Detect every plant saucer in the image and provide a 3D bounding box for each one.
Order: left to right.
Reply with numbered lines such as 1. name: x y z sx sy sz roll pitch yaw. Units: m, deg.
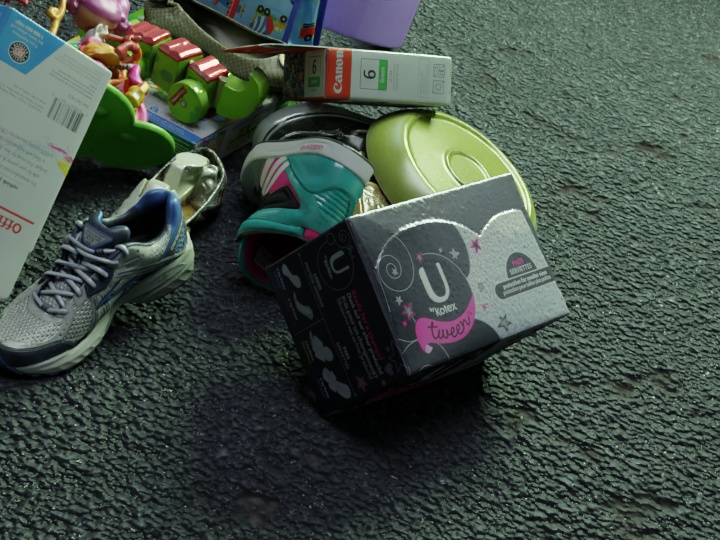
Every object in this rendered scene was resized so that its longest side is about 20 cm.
1. plant saucer: 0.095 -0.084 1.495 0.199 0.031 0.201 28 35 -21

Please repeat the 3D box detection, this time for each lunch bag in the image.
1. lunch bag: -0.109 -0.314 1.655 0.150 0.202 0.094 29 33 18

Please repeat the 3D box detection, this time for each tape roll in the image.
1. tape roll: -0.032 -0.321 1.791 0.198 0.066 0.200 20 17 -7

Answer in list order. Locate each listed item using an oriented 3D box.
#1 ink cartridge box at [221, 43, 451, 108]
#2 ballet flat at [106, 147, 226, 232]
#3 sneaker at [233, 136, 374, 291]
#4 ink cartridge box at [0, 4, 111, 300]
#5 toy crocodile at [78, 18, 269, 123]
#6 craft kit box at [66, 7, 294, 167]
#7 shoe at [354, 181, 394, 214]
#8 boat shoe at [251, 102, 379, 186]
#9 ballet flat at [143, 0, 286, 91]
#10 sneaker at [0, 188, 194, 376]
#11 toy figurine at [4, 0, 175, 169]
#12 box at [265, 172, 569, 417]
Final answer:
1. ink cartridge box: -0.024 -0.185 1.514 0.198 0.051 0.109 0 5 -24
2. ballet flat: -0.170 -0.055 1.346 0.071 0.073 0.201 23 32 9
3. sneaker: -0.069 -0.042 1.367 0.083 0.122 0.199 34 -16 -21
4. ink cartridge box: -0.289 -0.092 1.224 0.067 0.202 0.115 18 -8 41
5. toy crocodile: -0.177 -0.193 1.485 0.199 0.062 0.067 29 33 19
6. craft kit box: -0.193 -0.179 1.554 0.199 0.049 0.197 28 35 17
7. shoe: 0.000 0.000 1.370 0.070 0.053 0.201 38 30 -21
8. boat shoe: -0.005 -0.111 1.514 0.198 0.071 0.064 3 33 -26
9. ballet flat: -0.130 -0.234 1.588 0.198 0.047 0.067 27 33 14
10. sneaker: -0.208 -0.001 1.202 0.077 0.086 0.200 31 49 22
11. toy figurine: -0.249 -0.208 1.412 0.199 0.149 0.186 19 59 -36
12. box: 0.049 0.017 1.251 0.199 0.114 0.133 -17 80 -42
